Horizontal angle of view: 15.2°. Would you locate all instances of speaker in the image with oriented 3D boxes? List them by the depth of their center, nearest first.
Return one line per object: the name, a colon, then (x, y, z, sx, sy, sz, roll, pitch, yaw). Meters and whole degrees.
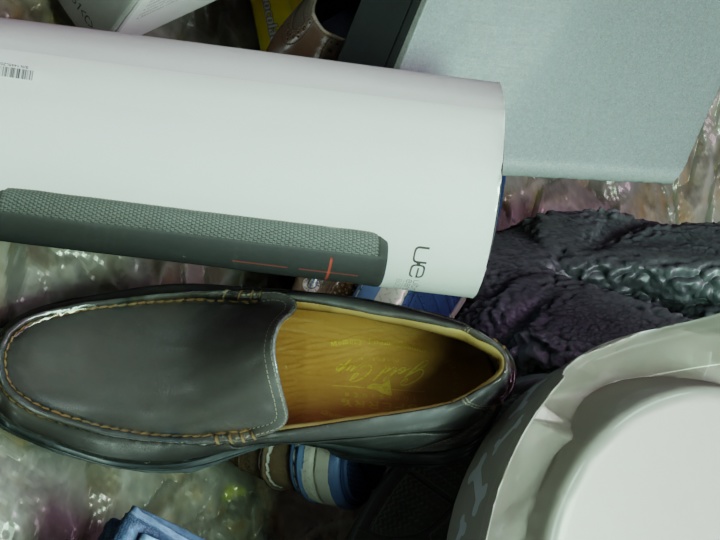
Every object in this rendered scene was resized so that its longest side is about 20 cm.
speaker: (-0.049, -0.041, 0.964, 0.199, 0.081, 0.082, 7, 77, -6)

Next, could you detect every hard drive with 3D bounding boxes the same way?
hard drive: (0.082, -0.104, 1.068, 0.199, 0.033, 0.140, 0, 119, -47)

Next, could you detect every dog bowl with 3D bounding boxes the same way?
dog bowl: (0.120, 0.116, 1.011, 0.199, 0.059, 0.201, 2, 84, -26)

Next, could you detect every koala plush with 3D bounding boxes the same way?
koala plush: (0.105, 0.091, 1.193, 0.177, 0.183, 0.201, -46, 142, -56)

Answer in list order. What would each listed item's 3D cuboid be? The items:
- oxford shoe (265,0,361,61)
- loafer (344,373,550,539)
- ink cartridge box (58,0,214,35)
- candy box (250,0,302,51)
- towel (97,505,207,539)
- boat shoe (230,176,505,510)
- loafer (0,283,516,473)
oxford shoe: (0.030, -0.116, 1.106, 0.071, 0.073, 0.200, 35, 47, 8)
loafer: (0.017, 0.121, 1.078, 0.072, 0.063, 0.200, 41, 82, -9)
ink cartridge box: (-0.004, -0.170, 1.020, 0.200, 0.176, 0.045, -30, 84, -36)
candy box: (0.027, -0.106, 1.195, 0.200, 0.026, 0.103, -19, 97, -50)
towel: (-0.028, 0.177, 1.008, 0.199, 0.049, 0.112, 28, 88, -19)
boat shoe: (0.000, 0.000, 1.105, 0.072, 0.072, 0.201, 73, 37, -50)
loafer: (-0.040, 0.033, 0.998, 0.199, 0.072, 0.073, -1, 73, -14)
